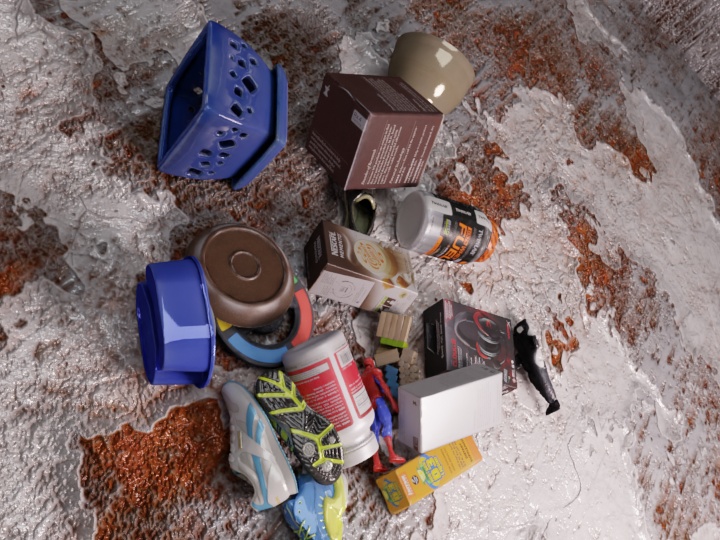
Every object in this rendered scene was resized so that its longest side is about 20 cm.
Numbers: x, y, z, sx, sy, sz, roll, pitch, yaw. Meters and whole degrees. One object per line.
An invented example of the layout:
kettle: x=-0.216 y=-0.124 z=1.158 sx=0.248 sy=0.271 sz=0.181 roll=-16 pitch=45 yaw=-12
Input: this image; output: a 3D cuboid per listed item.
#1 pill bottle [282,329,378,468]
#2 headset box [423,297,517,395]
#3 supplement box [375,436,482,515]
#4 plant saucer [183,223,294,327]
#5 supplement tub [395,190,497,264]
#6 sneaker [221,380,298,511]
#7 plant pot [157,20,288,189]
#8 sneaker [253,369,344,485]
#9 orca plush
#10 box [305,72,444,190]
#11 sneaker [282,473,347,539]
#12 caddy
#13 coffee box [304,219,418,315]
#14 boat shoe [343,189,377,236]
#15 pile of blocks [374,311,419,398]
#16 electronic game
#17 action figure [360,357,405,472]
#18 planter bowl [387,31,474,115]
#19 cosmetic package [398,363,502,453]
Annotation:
pill bottle: x=-0.044 y=0.211 z=1.237 sx=0.111 sy=0.111 sz=0.205 roll=-24 pitch=94 yaw=-41
headset box: x=0.205 y=0.153 z=1.483 sx=0.196 sy=0.075 sz=0.152 roll=18 pitch=56 yaw=-27
supplement box: x=0.123 y=0.348 z=1.322 sx=0.197 sy=0.069 sz=0.068 roll=-19 pitch=76 yaw=-39
plant saucer: x=-0.197 y=-0.002 z=1.269 sx=0.195 sy=0.032 sz=0.204 roll=16 pitch=51 yaw=-20
supplement tub: x=0.180 y=-0.084 z=1.566 sx=0.196 sy=0.122 sz=0.126 roll=12 pitch=58 yaw=-29
sneaker: x=-0.170 y=0.262 z=1.154 sx=0.079 sy=0.077 sz=0.203 roll=-25 pitch=69 yaw=-16
plant pot: x=-0.234 y=-0.272 z=1.331 sx=0.177 sy=0.199 sz=0.205 roll=18 pitch=55 yaw=-33
sneaker: x=-0.094 y=0.241 z=1.180 sx=0.075 sy=0.076 sz=0.202 roll=-33 pitch=89 yaw=-20
orca plush: x=0.350 y=0.205 z=1.584 sx=0.105 sy=0.069 sz=0.205 roll=44 pitch=28 yaw=-75
box: x=0.026 y=-0.275 z=1.500 sx=0.196 sy=0.167 sz=0.166 roll=-7 pitch=42 yaw=-37
sneaker: x=-0.073 y=0.404 z=1.157 sx=0.102 sy=0.076 sz=0.204 roll=10 pitch=52 yaw=-16
caddy: x=-0.269 y=0.078 z=1.143 sx=0.103 sy=0.141 sz=0.205 roll=-2 pitch=67 yaw=-30
coffee box: x=0.000 y=0.000 z=1.405 sx=0.196 sy=0.080 sz=0.116 roll=17 pitch=41 yaw=-27
boat shoe: x=0.005 y=-0.127 z=1.500 sx=0.070 sy=0.066 sz=0.205 roll=21 pitch=54 yaw=-20
pile of blocks: x=0.074 y=0.176 z=1.398 sx=0.062 sy=0.080 sz=0.206 roll=37 pitch=41 yaw=-74
electronic game: x=-0.166 y=0.068 z=1.287 sx=0.196 sy=0.042 sz=0.205 roll=17 pitch=56 yaw=-27
action figure: x=0.031 y=0.242 z=1.313 sx=0.051 sy=0.065 sz=0.204 roll=17 pitch=47 yaw=-40
planter bowl: x=0.139 y=-0.411 z=1.691 sx=0.198 sy=0.199 sz=0.137 roll=32 pitch=78 yaw=-16
cosmetic package: x=0.160 y=0.239 z=1.340 sx=0.196 sy=0.073 sz=0.105 roll=-8 pitch=103 yaw=-33
